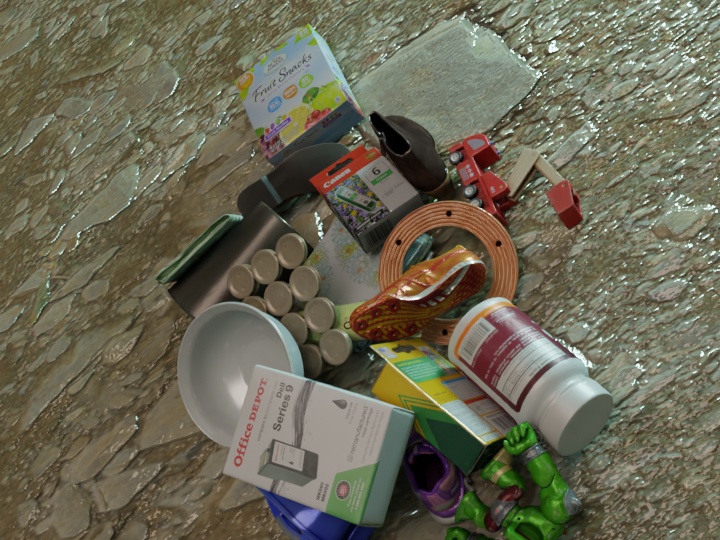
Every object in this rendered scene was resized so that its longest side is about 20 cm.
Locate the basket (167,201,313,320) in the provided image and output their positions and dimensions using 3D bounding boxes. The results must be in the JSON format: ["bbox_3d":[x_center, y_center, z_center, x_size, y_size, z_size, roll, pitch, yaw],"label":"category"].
[{"bbox_3d":[-0.179,0.004,1.600,0.200,0.136,0.180,-48,28,-4],"label":"basket"}]

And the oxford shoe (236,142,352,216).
[{"bbox_3d":[-0.106,-0.151,1.671,0.199,0.071,0.072,-25,97,4],"label":"oxford shoe"}]

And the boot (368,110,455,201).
[{"bbox_3d":[0.058,-0.197,1.523,0.072,0.166,0.200,-42,53,8],"label":"boot"}]

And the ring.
[{"bbox_3d":[0.122,0.003,1.447,0.199,0.019,0.202,-1,85,18],"label":"ring"}]

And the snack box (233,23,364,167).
[{"bbox_3d":[-0.105,-0.285,1.727,0.168,0.068,0.201,-35,53,14],"label":"snack box"}]

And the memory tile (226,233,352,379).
[{"bbox_3d":[-0.103,0.061,1.468,0.153,0.017,0.201,-31,79,29],"label":"memory tile"}]

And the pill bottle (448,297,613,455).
[{"bbox_3d":[0.214,0.133,1.308,0.114,0.114,0.200,-49,53,2],"label":"pill bottle"}]

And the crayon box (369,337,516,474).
[{"bbox_3d":[0.104,0.168,1.326,0.200,0.125,0.052,39,113,27],"label":"crayon box"}]

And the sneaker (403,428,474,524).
[{"bbox_3d":[0.085,0.228,1.359,0.080,0.088,0.201,-30,54,18],"label":"sneaker"}]

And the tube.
[{"bbox_3d":[0.002,0.069,1.450,0.199,0.052,0.058,-7,91,28],"label":"tube"}]

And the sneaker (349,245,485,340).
[{"bbox_3d":[0.073,0.033,1.392,0.199,0.073,0.077,-24,32,-14],"label":"sneaker"}]

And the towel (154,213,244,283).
[{"bbox_3d":[-0.246,-0.037,1.632,0.152,0.200,0.023,-43,90,4],"label":"towel"}]

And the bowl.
[{"bbox_3d":[-0.150,0.140,1.441,0.200,0.090,0.202,3,95,31],"label":"bowl"}]

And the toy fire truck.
[{"bbox_3d":[0.217,-0.127,1.468,0.141,0.049,0.201,-29,55,16],"label":"toy fire truck"}]

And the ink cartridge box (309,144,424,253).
[{"bbox_3d":[0.000,-0.124,1.547,0.109,0.050,0.200,-34,49,-5],"label":"ink cartridge box"}]

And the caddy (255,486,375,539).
[{"bbox_3d":[-0.067,0.309,1.381,0.200,0.141,0.105,35,85,38],"label":"caddy"}]

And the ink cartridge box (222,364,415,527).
[{"bbox_3d":[-0.053,0.213,1.275,0.199,0.084,0.147,13,83,26],"label":"ink cartridge box"}]

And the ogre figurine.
[{"bbox_3d":[0.186,0.295,1.255,0.120,0.098,0.200,41,99,27],"label":"ogre figurine"}]

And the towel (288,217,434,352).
[{"bbox_3d":[0.000,0.000,1.545,0.171,0.048,0.200,36,89,40],"label":"towel"}]
